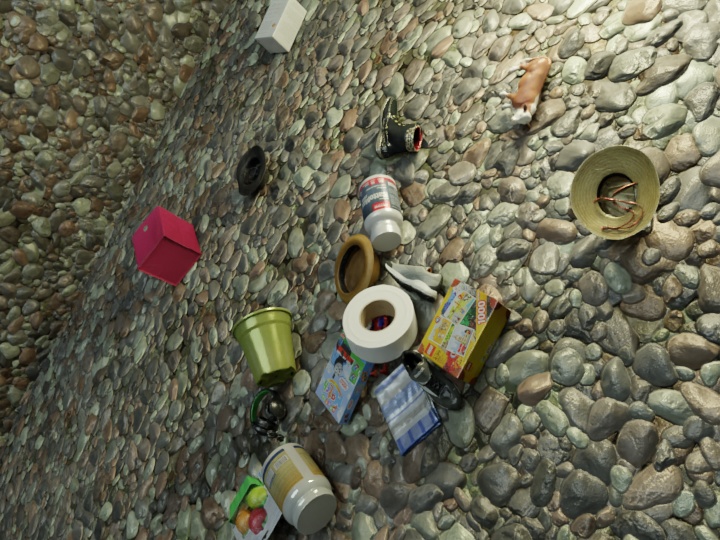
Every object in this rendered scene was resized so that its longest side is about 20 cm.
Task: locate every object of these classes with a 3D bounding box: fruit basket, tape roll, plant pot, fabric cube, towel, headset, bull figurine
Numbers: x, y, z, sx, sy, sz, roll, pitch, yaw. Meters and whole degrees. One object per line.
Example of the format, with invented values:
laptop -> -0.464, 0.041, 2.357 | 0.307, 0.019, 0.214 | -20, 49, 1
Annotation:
fruit basket -> -0.287, 0.683, 1.671 | 0.199, 0.093, 0.189 | 34, 93, 52
tape roll -> 0.051, 0.140, 1.592 | 0.195, 0.072, 0.207 | -10, 48, 11
plant pot -> -0.279, 0.247, 1.846 | 0.198, 0.198, 0.189 | -35, 60, 24
fabric cube -> -0.808, -0.100, 2.500 | 0.196, 0.198, 0.202 | -44, 46, 15
towel -> 0.115, 0.341, 1.524 | 0.147, 0.024, 0.203 | -44, 46, 19
headset -> -0.281, 0.439, 1.800 | 0.125, 0.093, 0.200 | -54, 44, 7
bull figurine -> 0.436, -0.475, 1.601 | 0.120, 0.065, 0.205 | 24, 86, 44

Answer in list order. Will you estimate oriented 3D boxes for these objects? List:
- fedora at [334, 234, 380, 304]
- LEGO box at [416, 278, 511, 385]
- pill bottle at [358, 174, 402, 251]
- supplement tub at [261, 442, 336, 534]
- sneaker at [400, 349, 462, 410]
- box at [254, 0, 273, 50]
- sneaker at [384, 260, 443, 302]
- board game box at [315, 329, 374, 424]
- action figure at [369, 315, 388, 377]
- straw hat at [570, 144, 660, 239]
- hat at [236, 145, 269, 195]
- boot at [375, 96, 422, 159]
fedora -> 0.000, 0.000, 1.750 | 0.198, 0.080, 0.208 | -16, 69, 51
LEGO box -> 0.249, 0.147, 1.454 | 0.147, 0.076, 0.204 | 28, 89, 47
pill bottle -> 0.063, -0.167, 1.763 | 0.118, 0.118, 0.205 | -30, 52, 28
supplement tub -> -0.162, 0.571, 1.581 | 0.147, 0.143, 0.199 | -57, 43, 3
sneaker -> 0.163, 0.262, 1.455 | 0.067, 0.090, 0.200 | -50, 54, 5
box -> -0.348, -1.071, 2.624 | 0.150, 0.105, 0.205 | 17, 81, 46
sneaker -> 0.146, 0.016, 1.634 | 0.197, 0.074, 0.080 | 28, 79, 41
board game box -> -0.043, 0.293, 1.660 | 0.151, 0.036, 0.205 | 37, 108, 51
action figure -> 0.048, 0.185, 1.652 | 0.064, 0.051, 0.206 | -23, 53, 39
straw hat -> 0.561, -0.159, 1.308 | 0.196, 0.084, 0.209 | -9, 76, 39
hat -> -0.403, -0.380, 2.346 | 0.197, 0.080, 0.208 | -16, 67, 41
boot -> 0.130, -0.453, 1.881 | 0.150, 0.073, 0.211 | 0, 73, 40
